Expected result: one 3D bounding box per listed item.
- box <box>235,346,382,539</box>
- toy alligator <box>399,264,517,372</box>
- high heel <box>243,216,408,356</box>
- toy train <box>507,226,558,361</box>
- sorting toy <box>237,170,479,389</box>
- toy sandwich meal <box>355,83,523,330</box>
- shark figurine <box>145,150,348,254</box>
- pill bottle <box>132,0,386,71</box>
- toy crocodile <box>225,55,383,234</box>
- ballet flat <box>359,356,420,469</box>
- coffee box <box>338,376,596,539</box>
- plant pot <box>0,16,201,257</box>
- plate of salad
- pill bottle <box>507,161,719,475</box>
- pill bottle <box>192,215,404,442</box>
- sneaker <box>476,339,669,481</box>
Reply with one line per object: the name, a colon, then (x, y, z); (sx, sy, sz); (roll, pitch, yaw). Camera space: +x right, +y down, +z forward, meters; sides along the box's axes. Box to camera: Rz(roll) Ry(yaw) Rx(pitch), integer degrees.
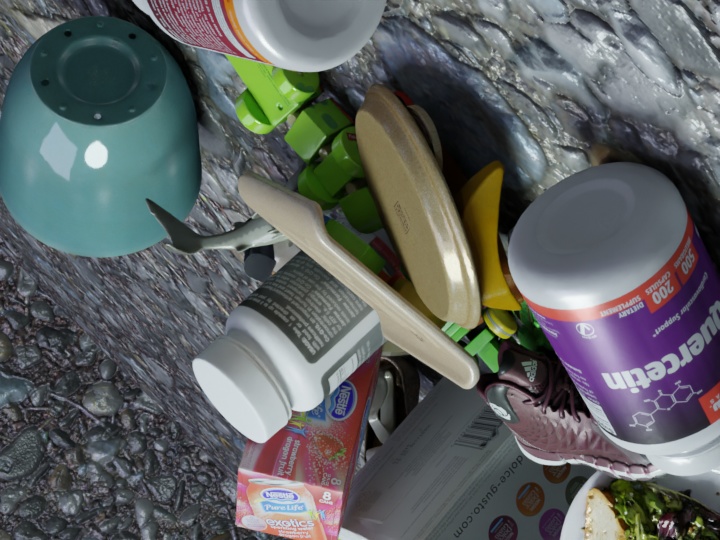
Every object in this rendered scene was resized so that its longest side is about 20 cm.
box: (-0.046, 0.145, 1.408); (0.099, 0.201, 0.096); (12, 137, 4)
toy alligator: (0.109, 0.059, 1.269); (0.200, 0.059, 0.054); (46, -157, -2)
high heel: (-0.033, 0.011, 1.523); (0.199, 0.072, 0.143); (32, -164, -14)
toy train: (0.140, 0.028, 1.144); (0.056, 0.042, 0.200); (47, 167, 30)
sorting toy: (0.000, 0.000, 1.192); (0.200, 0.037, 0.185); (45, 173, -25)
toy sandwich meal: (0.062, -0.046, 1.072); (0.205, 0.070, 0.206); (157, 90, -81)
shark figurine: (-0.074, -0.068, 1.313); (0.128, 0.214, 0.090); (28, -136, -48)
pill bottle: (-0.079, -0.199, 0.994); (0.200, 0.113, 0.113); (22, 152, 52)
toy crocodile: (-0.036, -0.114, 1.179); (0.200, 0.062, 0.067); (52, 132, 4)
ballet flat: (0.025, 0.175, 1.520); (0.068, 0.201, 0.067); (-15, 149, 21)
coffee box: (0.122, 0.243, 1.408); (0.198, 0.200, 0.200); (49, 162, -17)
plant pot: (-0.243, -0.139, 1.404); (0.200, 0.200, 0.161); (41, 152, 13)
plate of salad: (0.246, 0.226, 1.126); (0.200, 0.200, 0.048); (43, -160, 5)
pill bottle: (0.178, 0.037, 0.941); (0.112, 0.112, 0.200); (22, 153, 52)
pill bottle: (-0.047, 0.051, 1.340); (0.114, 0.200, 0.114); (39, 156, 21)
sneaker: (0.159, 0.097, 1.110); (0.115, 0.076, 0.199); (39, 151, -27)
